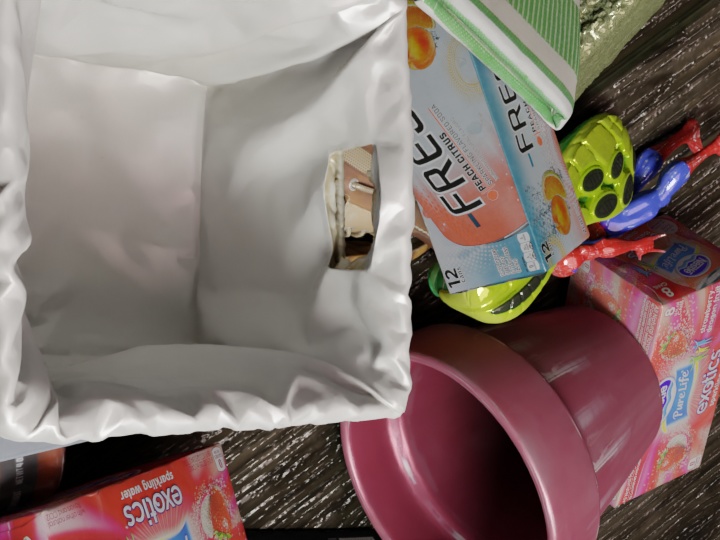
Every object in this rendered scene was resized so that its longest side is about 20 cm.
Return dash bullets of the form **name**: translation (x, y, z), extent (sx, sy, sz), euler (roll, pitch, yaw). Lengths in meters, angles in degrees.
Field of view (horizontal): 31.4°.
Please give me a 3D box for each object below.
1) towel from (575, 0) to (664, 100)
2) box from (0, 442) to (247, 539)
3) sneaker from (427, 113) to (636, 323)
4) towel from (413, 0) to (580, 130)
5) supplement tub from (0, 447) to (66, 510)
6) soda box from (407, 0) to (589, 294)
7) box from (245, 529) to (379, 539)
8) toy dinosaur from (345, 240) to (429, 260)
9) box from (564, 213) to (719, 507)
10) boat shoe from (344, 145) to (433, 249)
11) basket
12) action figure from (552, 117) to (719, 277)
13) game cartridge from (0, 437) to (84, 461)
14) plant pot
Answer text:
- **towel**: translation (0.127, -0.131, 0.801), extent (0.200, 0.036, 0.148), euler (-48, 173, 5)
- **box**: translation (-0.151, 0.176, 0.753), extent (0.095, 0.100, 0.200), euler (-18, 176, 21)
- **sneaker**: translation (0.118, -0.046, 0.881), extent (0.200, 0.083, 0.074), euler (-42, 123, -28)
- **towel**: translation (0.075, -0.191, 0.685), extent (0.023, 0.201, 0.152), euler (-16, 149, 34)
- **supplement tub**: translation (-0.268, 0.092, 0.688), extent (0.199, 0.107, 0.107), euler (-9, 125, -29)
- **soda box**: translation (0.055, -0.093, 0.694), extent (0.068, 0.063, 0.201), euler (-30, 102, -54)
- **box**: translation (-0.077, 0.275, 0.969), extent (0.199, 0.079, 0.142), euler (8, 118, -38)
- **toy dinosaur**: translation (0.000, 0.000, 0.826), extent (0.106, 0.061, 0.200), euler (-40, 162, 30)
- **box**: translation (0.220, 0.071, 1.009), extent (0.102, 0.095, 0.201), euler (-17, 129, -30)
- **boat shoe**: translation (0.000, -0.056, 0.744), extent (0.072, 0.076, 0.200), euler (-48, 126, 0)
- **basket**: translation (-0.099, -0.031, 0.569), extent (0.199, 0.161, 0.199), euler (2, 86, -39)
- **action figure**: translation (0.185, -0.038, 0.933), extent (0.200, 0.065, 0.052), euler (-32, 126, -14)
- **game cartridge**: translation (-0.177, -0.007, 0.648), extent (0.133, 0.040, 0.201), euler (-6, 91, -50)
- **plant pot**: translation (0.115, 0.116, 0.920), extent (0.179, 0.200, 0.201), euler (-26, 134, -37)
